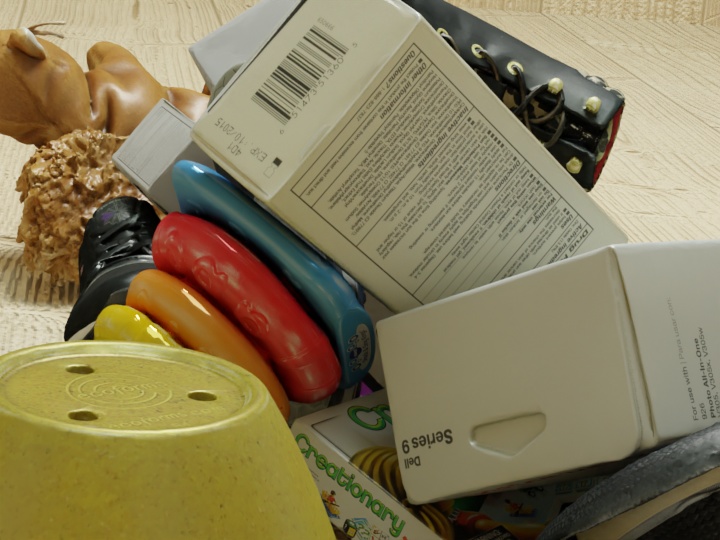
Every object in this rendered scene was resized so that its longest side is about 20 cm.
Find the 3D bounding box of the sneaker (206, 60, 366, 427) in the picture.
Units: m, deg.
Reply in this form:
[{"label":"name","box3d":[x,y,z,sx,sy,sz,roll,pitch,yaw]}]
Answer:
[{"label":"sneaker","box3d":[0.001,-0.001,1.040,0.077,0.204,0.146,-27,-31,33]}]

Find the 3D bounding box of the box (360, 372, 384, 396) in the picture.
[{"label":"box","box3d":[-0.069,0.085,1.008,0.199,0.036,0.143,1,16,-22]}]

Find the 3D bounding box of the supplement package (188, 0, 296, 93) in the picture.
[{"label":"supplement package","box3d":[-0.010,-0.086,1.270,0.119,0.122,0.200,-33,-20,-3]}]

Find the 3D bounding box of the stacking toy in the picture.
[{"label":"stacking toy","box3d":[-0.096,0.062,0.883,0.110,0.116,0.200,39,72,19]}]

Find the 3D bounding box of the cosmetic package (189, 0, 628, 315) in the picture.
[{"label":"cosmetic package","box3d":[0.027,-0.036,0.911,0.071,0.105,0.200,40,-2,44]}]

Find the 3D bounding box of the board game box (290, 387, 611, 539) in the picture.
[{"label":"board game box","box3d":[0.069,0.097,0.941,0.126,0.035,0.199,37,28,26]}]

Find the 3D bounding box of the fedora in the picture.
[{"label":"fedora","box3d":[0.162,0.118,0.805,0.199,0.092,0.201,-19,-19,-7]}]

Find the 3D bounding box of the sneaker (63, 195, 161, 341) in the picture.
[{"label":"sneaker","box3d":[-0.130,0.003,1.079,0.075,0.088,0.200,-14,-4,-6]}]

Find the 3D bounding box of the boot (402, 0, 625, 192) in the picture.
[{"label":"boot","box3d":[0.053,-0.097,1.002,0.153,0.074,0.204,23,3,10]}]

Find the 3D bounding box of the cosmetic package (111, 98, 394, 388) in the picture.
[{"label":"cosmetic package","box3d":[-0.046,-0.009,1.134,0.200,0.051,0.083,42,0,-26]}]

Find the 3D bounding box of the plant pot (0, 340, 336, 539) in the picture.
[{"label":"plant pot","box3d":[-0.086,0.107,0.708,0.199,0.143,0.200,6,14,-1]}]

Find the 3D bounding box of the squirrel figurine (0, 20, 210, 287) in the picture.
[{"label":"squirrel figurine","box3d":[-0.177,-0.082,1.338,0.186,0.141,0.201,32,28,-33]}]

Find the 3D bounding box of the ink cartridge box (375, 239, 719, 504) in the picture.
[{"label":"ink cartridge box","box3d":[0.128,0.041,0.874,0.199,0.085,0.146,-3,-12,-44]}]
